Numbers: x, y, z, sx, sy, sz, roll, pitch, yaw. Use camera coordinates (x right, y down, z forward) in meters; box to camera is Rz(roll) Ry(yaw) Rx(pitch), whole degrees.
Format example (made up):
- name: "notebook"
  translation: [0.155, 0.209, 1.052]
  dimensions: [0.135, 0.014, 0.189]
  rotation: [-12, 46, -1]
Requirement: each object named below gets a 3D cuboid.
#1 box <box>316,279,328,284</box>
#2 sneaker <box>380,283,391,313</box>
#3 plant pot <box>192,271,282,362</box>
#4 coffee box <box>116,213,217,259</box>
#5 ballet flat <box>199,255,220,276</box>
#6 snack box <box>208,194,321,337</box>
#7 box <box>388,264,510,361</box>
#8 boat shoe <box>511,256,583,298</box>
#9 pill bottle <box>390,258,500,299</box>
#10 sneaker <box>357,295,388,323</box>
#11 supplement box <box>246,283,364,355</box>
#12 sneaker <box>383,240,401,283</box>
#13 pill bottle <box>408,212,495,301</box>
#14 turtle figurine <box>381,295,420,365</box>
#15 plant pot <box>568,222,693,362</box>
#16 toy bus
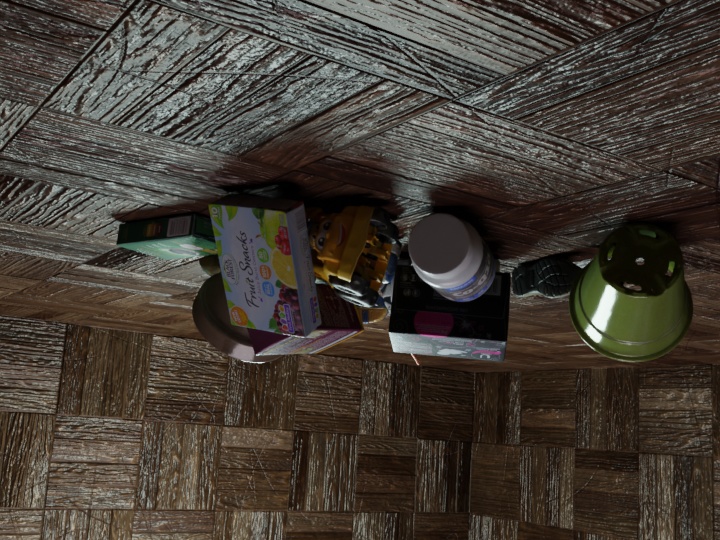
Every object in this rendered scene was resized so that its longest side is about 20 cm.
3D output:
- name: "box"
  translation: [-0.071, 0.002, 1.773]
  dimensions: [0.199, 0.048, 0.193]
  rotation: [7, 171, -21]
- name: "sneaker"
  translation: [0.145, 0.069, 1.762]
  dimensions: [0.198, 0.130, 0.079]
  rotation: [-7, 172, -19]
- name: "plant pot"
  translation: [-0.185, 0.037, 1.588]
  dimensions: [0.199, 0.201, 0.175]
  rotation: [9, 130, -26]
- name: "coffee box"
  translation: [-0.317, -0.058, 1.541]
  dimensions: [0.199, 0.044, 0.123]
  rotation: [-5, 166, 38]
- name: "ballet flat"
  translation: [-0.227, 0.008, 1.753]
  dimensions: [0.200, 0.071, 0.071]
  rotation: [31, 173, 8]
- name: "snack box"
  translation: [-0.140, -0.008, 1.306]
  dimensions: [0.142, 0.201, 0.053]
  rotation: [8, -153, 32]
- name: "box"
  translation: [0.156, 0.074, 1.532]
  dimensions: [0.199, 0.133, 0.115]
  rotation: [4, 157, 7]
- name: "boat shoe"
  translation: [0.360, 0.014, 1.640]
  dimensions: [0.074, 0.076, 0.200]
  rotation: [2, 179, -23]
- name: "pill bottle"
  translation: [0.160, 0.029, 1.658]
  dimensions: [0.199, 0.110, 0.110]
  rotation: [2, 169, 9]
- name: "sneaker"
  translation: [-0.022, 0.066, 1.838]
  dimensions: [0.199, 0.076, 0.088]
  rotation: [5, -175, 29]
- name: "supplement box"
  translation: [-0.093, 0.081, 1.467]
  dimensions: [0.110, 0.086, 0.200]
  rotation: [-27, 165, 22]
- name: "sneaker"
  translation: [-0.028, -0.025, 1.524]
  dimensions: [0.199, 0.077, 0.076]
  rotation: [6, 171, -6]
- name: "pill bottle"
  translation: [0.144, -0.020, 1.391]
  dimensions: [0.113, 0.114, 0.200]
  rotation: [0, 169, 18]
- name: "turtle figurine"
  translation: [0.143, 0.088, 1.875]
  dimensions: [0.161, 0.201, 0.064]
  rotation: [-20, 178, 14]
- name: "plant pot"
  translation: [0.431, 0.019, 1.387]
  dimensions: [0.199, 0.201, 0.190]
  rotation: [1, 156, 13]
- name: "toy bus"
  translation: [-0.051, -0.042, 1.363]
  dimensions: [0.191, 0.136, 0.200]
  rotation: [19, 172, 13]
